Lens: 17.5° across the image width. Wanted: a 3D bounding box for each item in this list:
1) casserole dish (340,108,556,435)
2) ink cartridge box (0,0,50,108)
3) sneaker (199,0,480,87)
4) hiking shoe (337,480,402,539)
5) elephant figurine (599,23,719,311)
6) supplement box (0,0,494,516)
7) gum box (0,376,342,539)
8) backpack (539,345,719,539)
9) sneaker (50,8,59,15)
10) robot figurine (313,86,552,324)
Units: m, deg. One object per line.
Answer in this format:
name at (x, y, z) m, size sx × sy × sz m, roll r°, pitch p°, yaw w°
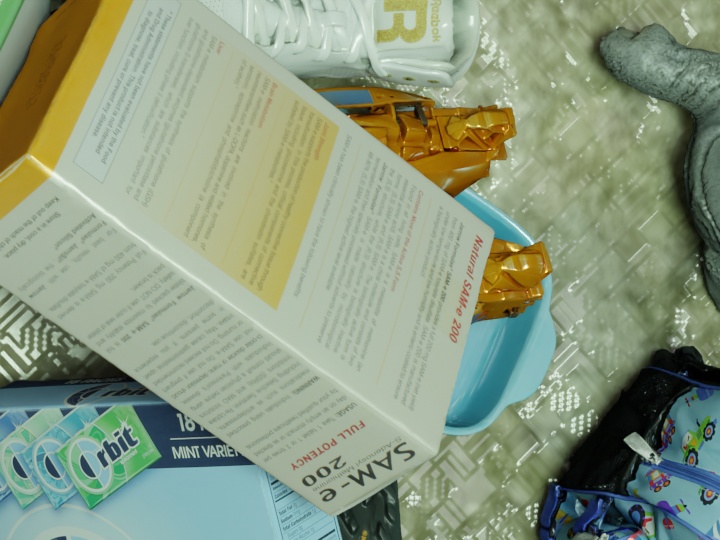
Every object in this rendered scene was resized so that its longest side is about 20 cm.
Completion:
casserole dish at (0.000, 0.000, 1.103) m, size 0.200 × 0.039 × 0.121 m, roll 32°, pitch 63°, yaw -11°
ink cartridge box at (-0.240, -0.088, 0.931) m, size 0.199 × 0.088 × 0.146 m, roll 18°, pitch 59°, yaw 2°
sneaker at (-0.019, -0.115, 1.016) m, size 0.115 × 0.200 × 0.074 m, roll 1°, pitch 96°, yaw 28°
hiking shoe at (-0.012, 0.142, 1.096) m, size 0.074 × 0.087 × 0.200 m, roll -17°, pitch 71°, yaw -27°
elephant figurine at (0.220, -0.027, 1.143) m, size 0.199 × 0.155 × 0.142 m, roll -3°, pitch 134°, yaw -4°
supplement box at (-0.051, -0.013, 0.920) m, size 0.200 × 0.073 × 0.126 m, roll 37°, pitch 44°, yaw -19°
gum box at (-0.080, 0.146, 1.022) m, size 0.045 × 0.169 × 0.201 m, roll -26°, pitch 107°, yaw -50°
backpack at (0.193, 0.136, 1.084) m, size 0.183 × 0.200 × 0.135 m, roll 44°, pitch 80°, yaw -11°
sneaker at (-0.139, -0.090, 1.037) m, size 0.078 × 0.070 × 0.200 m, roll 50°, pitch 50°, yaw -7°
robot figurine at (-0.019, -0.024, 1.045) m, size 0.199 × 0.058 × 0.145 m, roll -5°, pitch 70°, yaw -26°
